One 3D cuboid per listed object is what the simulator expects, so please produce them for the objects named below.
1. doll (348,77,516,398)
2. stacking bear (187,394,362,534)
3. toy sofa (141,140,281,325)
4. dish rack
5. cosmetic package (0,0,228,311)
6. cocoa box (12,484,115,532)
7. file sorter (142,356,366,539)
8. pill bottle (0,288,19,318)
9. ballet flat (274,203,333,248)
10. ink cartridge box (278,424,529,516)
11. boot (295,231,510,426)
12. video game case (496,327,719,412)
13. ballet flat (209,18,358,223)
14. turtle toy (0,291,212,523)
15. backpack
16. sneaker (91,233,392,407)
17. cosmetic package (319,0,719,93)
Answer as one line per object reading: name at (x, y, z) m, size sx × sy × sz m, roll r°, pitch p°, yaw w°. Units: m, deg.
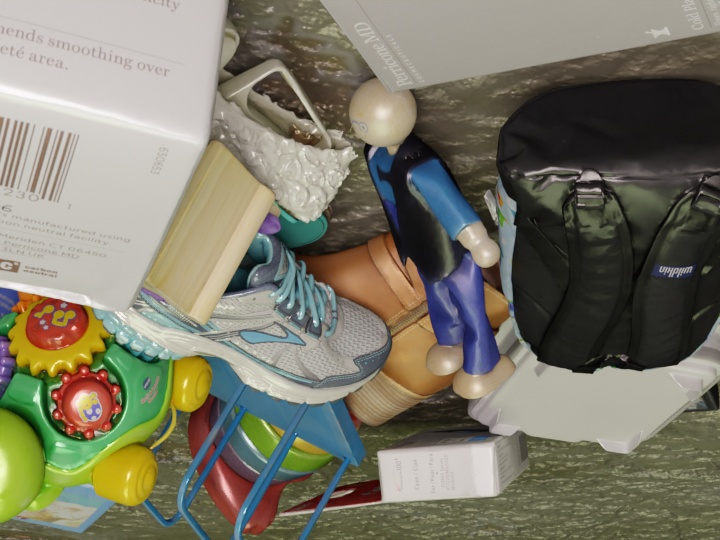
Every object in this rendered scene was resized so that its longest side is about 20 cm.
doll at (0.042, -0.023, 0.885) m, size 0.048 × 0.136 × 0.202 m, roll -27°, pitch 117°, yaw -15°
stacking bear at (-0.038, 0.099, 1.158) m, size 0.114 × 0.121 × 0.200 m, roll 48°, pitch 130°, yaw -3°
toy sofa at (-0.147, -0.045, 0.831) m, size 0.198 × 0.083 × 0.098 m, roll 24°, pitch 168°, yaw 27°
dish rack at (0.171, 0.086, 1.106) m, size 0.169 × 0.044 × 0.200 m, roll 9°, pitch 154°, yaw -9°
cosmetic package at (-0.149, -0.117, 0.649) m, size 0.165 × 0.202 × 0.167 m, roll 12°, pitch 152°, yaw -14°
cocoa box at (-0.290, 0.118, 1.205) m, size 0.198 × 0.133 × 0.133 m, roll 16°, pitch 151°, yaw -20°
file sorter at (-0.118, 0.111, 1.040) m, size 0.198 × 0.123 × 0.139 m, roll 23°, pitch 159°, yaw 21°
pill bottle at (-0.287, 0.064, 1.024) m, size 0.110 × 0.202 × 0.112 m, roll 4°, pitch 154°, yaw 2°
ballet flat at (-0.116, -0.047, 0.917) m, size 0.197 × 0.068 × 0.068 m, roll -4°, pitch 147°, yaw -13°
ink cartridge box at (0.040, 0.159, 1.219) m, size 0.174 × 0.045 × 0.200 m, roll -7°, pitch 177°, yaw 13°
boot at (0.000, 0.000, 1.000) m, size 0.199 × 0.074 × 0.155 m, roll 39°, pitch 124°, yaw -15°
video game case at (0.169, 0.068, 1.144) m, size 0.178 × 0.026 × 0.200 m, roll -7°, pitch 150°, yaw 21°
ballet flat at (-0.076, -0.102, 0.825) m, size 0.071 × 0.072 × 0.199 m, roll -18°, pitch 138°, yaw 38°
turtle toy at (-0.189, 0.078, 0.918) m, size 0.144 × 0.201 × 0.102 m, roll 14°, pitch 141°, yaw 18°
backpack at (0.153, -0.020, 0.873) m, size 0.161 × 0.155 × 0.202 m, roll -2°, pitch 131°, yaw 3°
sneaker at (-0.058, 0.022, 0.905) m, size 0.198 × 0.078 × 0.086 m, roll 14°, pitch 134°, yaw -30°
cosmetic package at (0.083, -0.154, 0.666) m, size 0.198 × 0.091 × 0.107 m, roll -12°, pitch 152°, yaw 23°
